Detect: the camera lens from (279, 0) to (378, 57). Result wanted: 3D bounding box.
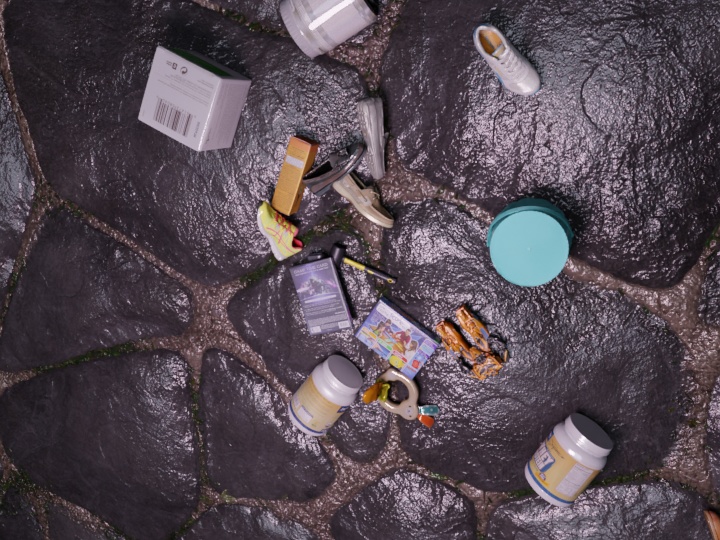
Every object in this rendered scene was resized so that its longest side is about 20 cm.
[{"bbox_3d":[-0.068,-0.618,1.397,0.199,0.160,0.161,-25,96,22],"label":"camera lens"}]

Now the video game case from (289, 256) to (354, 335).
[{"bbox_3d":[-0.108,0.073,1.637,0.142,0.019,0.202,-13,98,30],"label":"video game case"}]

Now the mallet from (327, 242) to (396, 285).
[{"bbox_3d":[0.000,0.000,1.611,0.199,0.041,0.066,31,112,4],"label":"mallet"}]

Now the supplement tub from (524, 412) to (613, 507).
[{"bbox_3d":[0.526,0.477,1.508,0.144,0.145,0.201,32,111,7],"label":"supplement tub"}]

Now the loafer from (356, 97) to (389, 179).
[{"bbox_3d":[0.042,-0.329,1.489,0.069,0.070,0.202,-19,119,-19],"label":"loafer"}]

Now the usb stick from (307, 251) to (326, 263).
[{"bbox_3d":[-0.108,0.046,1.658,0.055,0.033,0.202,-3,104,21],"label":"usb stick"}]

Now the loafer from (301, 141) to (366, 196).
[{"bbox_3d":[-0.070,-0.261,1.505,0.063,0.072,0.199,34,128,-27],"label":"loafer"}]

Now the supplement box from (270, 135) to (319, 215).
[{"bbox_3d":[-0.175,-0.252,1.582,0.068,0.067,0.202,22,110,11],"label":"supplement box"}]

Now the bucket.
[{"bbox_3d":[0.398,-0.066,1.408,0.205,0.135,0.210,4,105,15],"label":"bucket"}]

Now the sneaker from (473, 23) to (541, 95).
[{"bbox_3d":[0.328,-0.473,1.351,0.200,0.081,0.077,45,111,1],"label":"sneaker"}]

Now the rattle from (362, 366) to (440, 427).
[{"bbox_3d":[0.116,0.368,1.619,0.130,0.143,0.200,-42,83,7],"label":"rattle"}]

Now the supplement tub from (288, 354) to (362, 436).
[{"bbox_3d":[-0.098,0.350,1.676,0.144,0.144,0.201,40,113,4],"label":"supplement tub"}]

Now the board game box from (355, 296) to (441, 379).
[{"bbox_3d":[0.101,0.184,1.625,0.199,0.034,0.136,37,112,5],"label":"board game box"}]

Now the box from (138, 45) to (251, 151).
[{"bbox_3d":[-0.428,-0.446,1.554,0.198,0.171,0.202,28,110,9],"label":"box"}]

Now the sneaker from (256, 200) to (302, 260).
[{"bbox_3d":[-0.215,-0.116,1.603,0.089,0.079,0.201,-11,137,13],"label":"sneaker"}]

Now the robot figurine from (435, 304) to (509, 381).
[{"bbox_3d":[0.293,0.198,1.554,0.145,0.058,0.201,-39,90,24],"label":"robot figurine"}]

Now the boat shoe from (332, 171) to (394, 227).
[{"bbox_3d":[0.015,-0.188,1.536,0.200,0.072,0.065,42,111,11],"label":"boat shoe"}]

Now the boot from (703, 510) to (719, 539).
[{"bbox_3d":[0.949,0.641,1.456,0.154,0.074,0.201,-32,105,24],"label":"boot"}]
